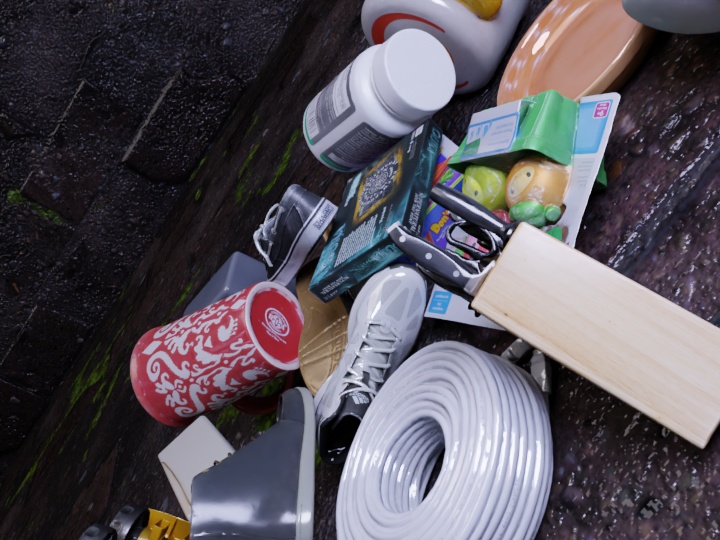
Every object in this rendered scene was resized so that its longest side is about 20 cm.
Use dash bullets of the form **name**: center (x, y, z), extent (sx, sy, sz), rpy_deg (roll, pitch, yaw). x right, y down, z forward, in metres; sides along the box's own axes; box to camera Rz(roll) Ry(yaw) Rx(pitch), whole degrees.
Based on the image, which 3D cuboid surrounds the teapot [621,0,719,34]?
- **teapot**: center (0.277, -0.254, 0.498), extent (0.197, 0.145, 0.201), rpy_deg (-15, -60, -76)

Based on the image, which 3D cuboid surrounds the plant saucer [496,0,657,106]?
- **plant saucer**: center (0.216, -0.217, 0.708), extent (0.200, 0.037, 0.201), rpy_deg (-45, 26, 29)

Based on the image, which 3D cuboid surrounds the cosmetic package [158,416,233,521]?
- **cosmetic package**: center (-0.147, 0.240, 0.783), extent (0.073, 0.104, 0.200), rpy_deg (-41, 17, -17)

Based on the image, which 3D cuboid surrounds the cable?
- **cable**: center (0.057, 0.152, 0.541), extent (0.200, 0.069, 0.201), rpy_deg (-43, 27, 35)

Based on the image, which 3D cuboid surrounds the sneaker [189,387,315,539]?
- **sneaker**: center (-0.095, 0.170, 0.654), extent (0.200, 0.105, 0.075), rpy_deg (-100, 14, -65)

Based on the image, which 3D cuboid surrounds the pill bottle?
- **pill bottle**: center (0.019, -0.200, 0.871), extent (0.200, 0.113, 0.114), rpy_deg (-20, 44, 59)

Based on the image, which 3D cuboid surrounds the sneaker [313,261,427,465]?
- **sneaker**: center (0.015, 0.095, 0.677), extent (0.115, 0.075, 0.202), rpy_deg (-110, 44, -76)

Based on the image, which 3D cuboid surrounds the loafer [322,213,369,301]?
- **loafer**: center (0.000, 0.000, 0.827), extent (0.073, 0.072, 0.200), rpy_deg (-55, 34, 15)

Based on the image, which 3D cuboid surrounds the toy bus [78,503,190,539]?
- **toy bus**: center (-0.245, 0.369, 0.766), extent (0.200, 0.135, 0.193), rpy_deg (53, -119, -82)

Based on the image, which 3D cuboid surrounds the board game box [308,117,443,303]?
- **board game box**: center (0.020, -0.067, 0.770), extent (0.135, 0.028, 0.201), rpy_deg (-33, 26, 36)

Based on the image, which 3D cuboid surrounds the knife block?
- **knife block**: center (0.114, 0.015, 0.454), extent (0.064, 0.175, 0.200), rpy_deg (-59, 22, 2)

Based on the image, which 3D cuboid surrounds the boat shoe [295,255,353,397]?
- **boat shoe**: center (-0.028, 0.071, 0.831), extent (0.070, 0.069, 0.201), rpy_deg (-26, 42, 18)

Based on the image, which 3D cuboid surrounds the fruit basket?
- **fruit basket**: center (0.124, -0.050, 0.625), extent (0.185, 0.093, 0.201), rpy_deg (5, 70, 66)

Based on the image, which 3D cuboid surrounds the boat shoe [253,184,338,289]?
- **boat shoe**: center (-0.087, -0.036, 0.835), extent (0.074, 0.068, 0.199), rpy_deg (-56, 3, -23)

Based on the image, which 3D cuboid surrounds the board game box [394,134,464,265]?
- **board game box**: center (0.066, -0.088, 0.825), extent (0.134, 0.045, 0.200), rpy_deg (-45, 25, 9)

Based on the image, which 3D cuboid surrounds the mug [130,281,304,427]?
- **mug**: center (-0.152, 0.101, 0.892), extent (0.199, 0.177, 0.134), rpy_deg (-27, 66, 33)

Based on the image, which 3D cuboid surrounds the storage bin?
- **storage bin**: center (-0.168, 0.079, 1.026), extent (0.200, 0.134, 0.146), rpy_deg (-44, 26, 34)

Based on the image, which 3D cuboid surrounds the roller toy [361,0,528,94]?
- **roller toy**: center (0.101, -0.309, 0.878), extent (0.199, 0.182, 0.140), rpy_deg (19, 74, 33)
